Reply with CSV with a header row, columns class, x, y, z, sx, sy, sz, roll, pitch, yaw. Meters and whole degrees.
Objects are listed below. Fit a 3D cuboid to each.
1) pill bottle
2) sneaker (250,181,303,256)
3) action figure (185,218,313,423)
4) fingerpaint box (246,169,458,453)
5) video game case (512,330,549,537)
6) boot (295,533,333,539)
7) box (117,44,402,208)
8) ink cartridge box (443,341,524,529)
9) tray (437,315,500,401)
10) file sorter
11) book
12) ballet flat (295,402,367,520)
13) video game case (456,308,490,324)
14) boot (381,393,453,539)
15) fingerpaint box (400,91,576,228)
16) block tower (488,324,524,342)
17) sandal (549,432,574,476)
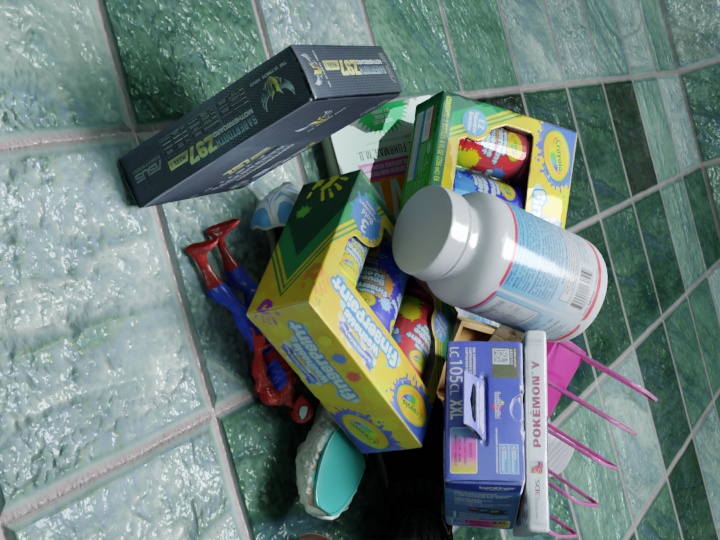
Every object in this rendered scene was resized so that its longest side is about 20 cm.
class,x,y,z,sx,sy,sz,roll,pitch,yaw
pill bottle,0.129,-0.008,1.025,0.199,0.108,0.110,21,58,-35
sneaker,-0.046,0.007,1.080,0.072,0.072,0.201,-44,122,-24
action figure,-0.090,0.055,0.998,0.201,0.051,0.066,68,27,-20
fingerpaint box,0.002,0.040,1.003,0.201,0.073,0.168,54,39,-32
video game case,0.166,0.169,1.087,0.200,0.023,0.184,77,14,-75
boot,-0.002,0.325,1.034,0.075,0.097,0.200,-43,94,-16
box,-0.083,-0.122,0.925,0.157,0.199,0.051,-19,83,-61
ink cartridge box,0.116,0.154,1.040,0.200,0.076,0.138,85,7,-64
tray,0.148,0.116,1.325,0.199,0.037,0.099,16,96,-50
file sorter,0.239,0.196,1.269,0.201,0.125,0.139,-60,154,1
book,0.039,-0.082,1.208,0.132,0.048,0.202,-14,88,-21
ballet flat,-0.024,0.161,1.047,0.072,0.071,0.201,60,36,-27
video game case,0.105,0.003,1.357,0.181,0.045,0.202,36,48,-48
boot,0.048,0.225,1.132,0.212,0.079,0.158,65,31,-21
fingerpaint box,0.131,-0.066,1.159,0.165,0.073,0.202,14,79,-21
block tower,0.153,0.136,1.273,0.200,0.054,0.058,-52,138,-14
sandal,0.197,0.226,1.406,0.206,0.059,0.080,18,99,-46
